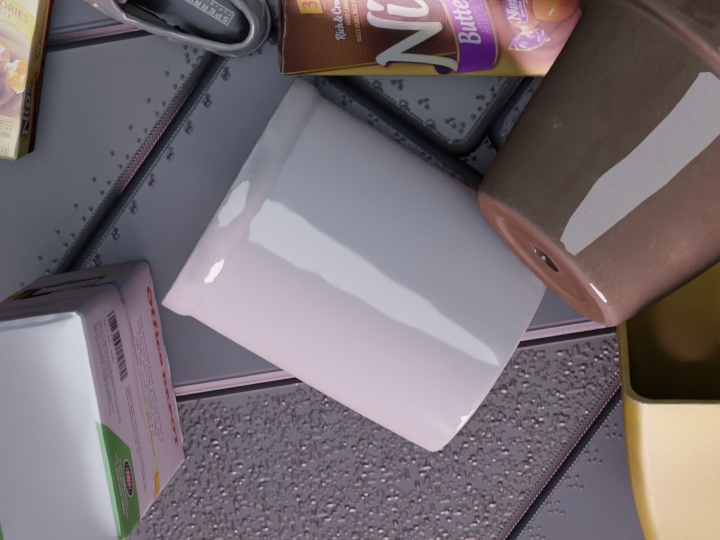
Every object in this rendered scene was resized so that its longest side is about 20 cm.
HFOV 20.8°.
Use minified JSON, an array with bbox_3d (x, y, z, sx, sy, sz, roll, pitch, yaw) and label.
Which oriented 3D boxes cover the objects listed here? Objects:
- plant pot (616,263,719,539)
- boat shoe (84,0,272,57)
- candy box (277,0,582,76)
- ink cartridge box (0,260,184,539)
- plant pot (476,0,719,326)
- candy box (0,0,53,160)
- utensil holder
[{"bbox_3d":[0.254,0.078,1.232,0.199,0.200,0.177,1,131,2],"label":"plant pot"},{"bbox_3d":[-0.152,-0.195,1.277,0.200,0.066,0.072,31,99,-3],"label":"boat shoe"},{"bbox_3d":[0.050,-0.179,1.211,0.199,0.057,0.117,0,137,-4],"label":"candy box"},{"bbox_3d":[-0.180,0.083,1.253,0.084,0.200,0.145,-9,98,7],"label":"ink cartridge box"},{"bbox_3d":[0.165,-0.066,1.135,0.175,0.200,0.200,-45,95,-6],"label":"plant pot"},{"bbox_3d":[-0.310,-0.148,1.295,0.199,0.055,0.116,11,99,1],"label":"candy box"},{"bbox_3d":[0.000,0.000,1.251,0.200,0.170,0.170,32,98,-5],"label":"utensil holder"}]
